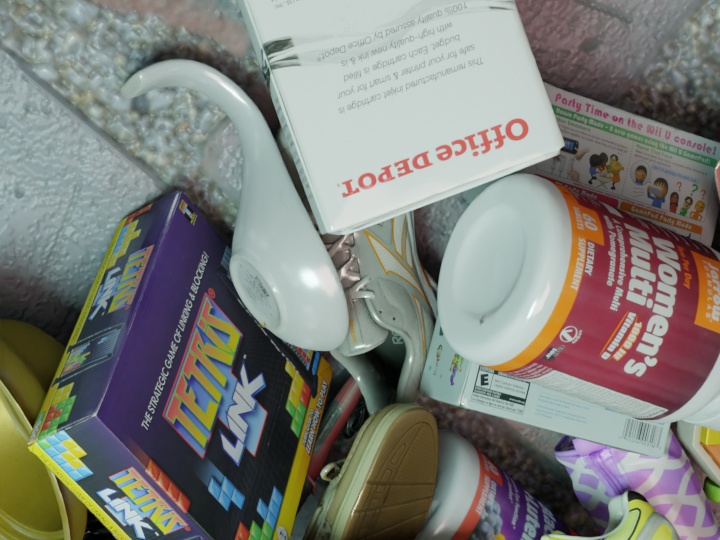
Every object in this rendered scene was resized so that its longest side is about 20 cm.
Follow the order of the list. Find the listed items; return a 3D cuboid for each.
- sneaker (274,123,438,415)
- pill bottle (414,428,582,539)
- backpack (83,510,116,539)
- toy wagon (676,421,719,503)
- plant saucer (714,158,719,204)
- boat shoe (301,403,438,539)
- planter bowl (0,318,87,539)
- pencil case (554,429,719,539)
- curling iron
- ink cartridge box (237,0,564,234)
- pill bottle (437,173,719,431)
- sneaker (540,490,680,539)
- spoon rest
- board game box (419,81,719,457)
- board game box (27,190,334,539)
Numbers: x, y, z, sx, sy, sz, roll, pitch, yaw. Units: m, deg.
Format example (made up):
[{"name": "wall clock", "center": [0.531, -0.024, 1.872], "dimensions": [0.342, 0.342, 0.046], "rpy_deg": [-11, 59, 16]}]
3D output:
[{"name": "sneaker", "center": [0.000, 0.000, 1.203], "dimensions": [0.075, 0.092, 0.201], "rpy_deg": [-15, 118, 25]}, {"name": "pill bottle", "center": [0.094, 0.204, 1.315], "dimensions": [0.200, 0.112, 0.111], "rpy_deg": [40, 99, -26]}, {"name": "backpack", "center": [-0.158, 0.234, 1.230], "dimensions": [0.153, 0.176, 0.201], "rpy_deg": [37, 91, -27]}, {"name": "toy wagon", "center": [0.309, 0.080, 1.340], "dimensions": [0.198, 0.040, 0.157], "rpy_deg": [0, 104, -22]}, {"name": "plant saucer", "center": [0.321, -0.025, 1.256], "dimensions": [0.198, 0.037, 0.202], "rpy_deg": [-22, 119, -9]}, {"name": "boat shoe", "center": [-0.011, 0.165, 1.216], "dimensions": [0.073, 0.063, 0.202], "rpy_deg": [3, 115, -46]}, {"name": "planter bowl", "center": [-0.212, 0.092, 1.180], "dimensions": [0.083, 0.199, 0.202], "rpy_deg": [-33, 123, -38]}, {"name": "pencil case", "center": [0.202, 0.186, 1.317], "dimensions": [0.083, 0.085, 0.201], "rpy_deg": [-27, 93, 32]}, {"name": "curling iron", "center": [-0.031, 0.132, 1.229], "dimensions": [0.025, 0.200, 0.050], "rpy_deg": [3, 131, 33]}, {"name": "ink cartridge box", "center": [0.012, -0.136, 1.123], "dimensions": [0.145, 0.084, 0.202], "rpy_deg": [-19, 92, -6]}, {"name": "pill bottle", "center": [0.151, 0.025, 1.132], "dimensions": [0.199, 0.110, 0.110], "rpy_deg": [19, 107, -30]}, {"name": "sneaker", "center": [0.116, 0.211, 1.235], "dimensions": [0.199, 0.075, 0.077], "rpy_deg": [-27, 80, -20]}, {"name": "spoon rest", "center": [-0.064, -0.041, 1.174], "dimensions": [0.060, 0.099, 0.201], "rpy_deg": [-34, 95, -25]}, {"name": "board game box", "center": [0.135, 0.000, 1.222], "dimensions": [0.146, 0.064, 0.202], "rpy_deg": [16, 86, -22]}, {"name": "board game box", "center": [-0.098, 0.079, 1.164], "dimensions": [0.056, 0.201, 0.166], "rpy_deg": [-23, 122, 28]}]
